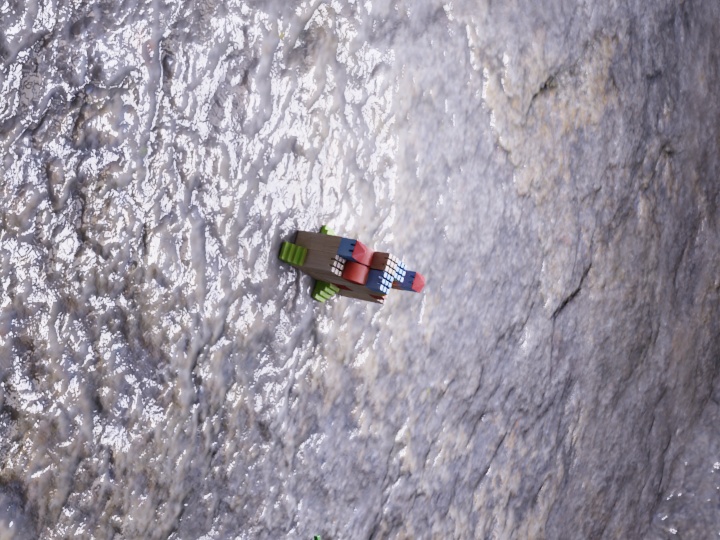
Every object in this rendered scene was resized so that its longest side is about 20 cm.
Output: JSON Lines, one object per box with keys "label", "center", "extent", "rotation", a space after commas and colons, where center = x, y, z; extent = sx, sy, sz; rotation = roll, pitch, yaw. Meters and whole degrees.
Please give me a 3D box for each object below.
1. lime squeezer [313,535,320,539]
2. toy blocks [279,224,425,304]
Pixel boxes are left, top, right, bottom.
{"label": "lime squeezer", "center": [-0.083, 0.490, 2.337], "extent": [0.070, 0.038, 0.201], "rotation": [31, 70, -21]}
{"label": "toy blocks", "center": [0.000, 0.000, 2.236], "extent": [0.200, 0.136, 0.101], "rotation": [32, 72, -53]}
